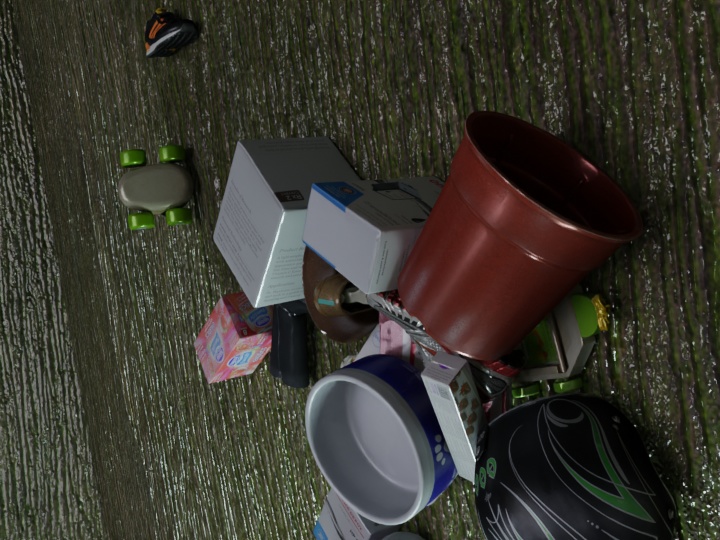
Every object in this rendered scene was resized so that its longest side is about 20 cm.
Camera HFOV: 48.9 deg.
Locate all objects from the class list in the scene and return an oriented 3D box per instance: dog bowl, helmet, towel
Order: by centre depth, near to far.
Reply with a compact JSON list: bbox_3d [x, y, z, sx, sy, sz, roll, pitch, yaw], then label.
[{"bbox_3d":[0.222,0.247,0.832,0.200,0.199,0.191,118,147,-42],"label":"helmet"},{"bbox_3d":[0.098,0.121,0.983,0.200,0.023,0.145,4,93,42],"label":"towel"},{"bbox_3d":[0.025,0.210,0.994,0.200,0.079,0.201,21,121,39],"label":"dog bowl"}]

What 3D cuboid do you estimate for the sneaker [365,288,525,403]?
[{"bbox_3d":[0.085,0.082,0.913,0.200,0.078,0.082,35,119,19],"label":"sneaker"}]

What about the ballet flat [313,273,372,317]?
[{"bbox_3d":[0.038,0.016,1.004,0.072,0.199,0.068,13,113,61],"label":"ballet flat"}]

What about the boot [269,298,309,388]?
[{"bbox_3d":[-0.105,0.112,1.357,0.165,0.065,0.201,34,123,57],"label":"boot"}]

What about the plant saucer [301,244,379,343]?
[{"bbox_3d":[0.000,0.000,1.073,0.037,0.200,0.201,4,103,37],"label":"plant saucer"}]

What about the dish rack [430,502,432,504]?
[{"bbox_3d":[0.086,0.202,1.096,0.172,0.043,0.200,-56,51,21],"label":"dish rack"}]

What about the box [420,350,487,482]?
[{"bbox_3d":[0.116,0.171,0.896,0.041,0.039,0.200,18,144,39],"label":"box"}]

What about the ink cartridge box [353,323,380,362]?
[{"bbox_3d":[0.076,0.117,1.058,0.146,0.048,0.200,47,117,36],"label":"ink cartridge box"}]

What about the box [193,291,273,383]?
[{"bbox_3d":[-0.237,0.127,1.521,0.200,0.102,0.095,-50,58,47],"label":"box"}]

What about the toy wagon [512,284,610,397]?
[{"bbox_3d":[0.214,0.062,0.909,0.200,0.039,0.156,-21,82,55],"label":"toy wagon"}]

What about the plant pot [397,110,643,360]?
[{"bbox_3d":[0.146,-0.025,0.814,0.201,0.200,0.196,53,128,33],"label":"plant pot"}]

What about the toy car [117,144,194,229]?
[{"bbox_3d":[-0.438,-0.173,1.743,0.200,0.157,0.165,165,98,-84],"label":"toy car"}]

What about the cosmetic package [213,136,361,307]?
[{"bbox_3d":[-0.107,-0.078,1.224,0.165,0.164,0.200,54,137,33],"label":"cosmetic package"}]

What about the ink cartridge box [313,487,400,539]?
[{"bbox_3d":[-0.003,0.405,1.289,0.116,0.067,0.200,51,137,36],"label":"ink cartridge box"}]

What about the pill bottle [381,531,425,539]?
[{"bbox_3d":[0.037,0.494,1.210,0.120,0.119,0.200,59,141,28],"label":"pill bottle"}]

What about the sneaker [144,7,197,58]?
[{"bbox_3d":[-0.397,-0.496,1.613,0.200,0.070,0.090,-2,100,57],"label":"sneaker"}]

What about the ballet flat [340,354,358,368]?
[{"bbox_3d":[0.026,0.216,1.198,0.064,0.076,0.201,-33,74,37],"label":"ballet flat"}]

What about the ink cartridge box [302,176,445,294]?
[{"bbox_3d":[0.052,-0.049,0.969,0.146,0.199,0.086,38,127,44],"label":"ink cartridge box"}]
